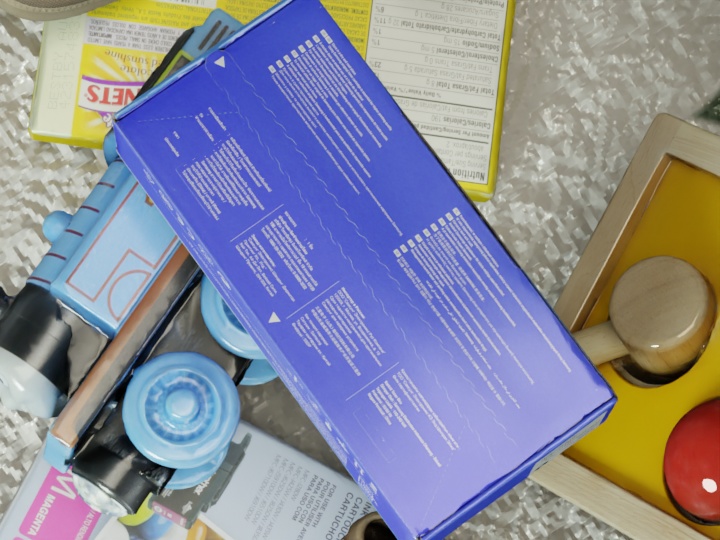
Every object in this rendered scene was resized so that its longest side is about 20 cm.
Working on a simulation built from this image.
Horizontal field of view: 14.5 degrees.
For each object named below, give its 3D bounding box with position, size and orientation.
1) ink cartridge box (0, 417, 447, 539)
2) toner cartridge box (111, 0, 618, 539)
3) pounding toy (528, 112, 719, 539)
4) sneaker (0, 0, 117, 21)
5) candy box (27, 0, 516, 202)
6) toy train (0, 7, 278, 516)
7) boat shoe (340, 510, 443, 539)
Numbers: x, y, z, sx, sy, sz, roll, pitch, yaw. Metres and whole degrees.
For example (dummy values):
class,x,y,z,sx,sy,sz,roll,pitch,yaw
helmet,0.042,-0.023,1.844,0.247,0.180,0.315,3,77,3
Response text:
class,x,y,z,sx,sy,sz,roll,pitch,yaw
ink cartridge box,-0.051,0.129,1.178,0.199,0.042,0.120,29,82,-5
toner cartridge box,0.000,0.000,1.073,0.095,0.043,0.200,-34,79,-11
pounding toy,0.130,0.044,1.128,0.142,0.200,0.185,28,90,-46
sneaker,-0.065,-0.167,1.165,0.199,0.076,0.071,-31,71,-21
candy box,-0.036,-0.093,1.206,0.199,0.026,0.103,8,84,-5
toy train,-0.071,-0.002,1.136,0.114,0.087,0.200,35,76,2
boat shoe,0.057,0.172,1.093,0.200,0.073,0.072,40,65,21
